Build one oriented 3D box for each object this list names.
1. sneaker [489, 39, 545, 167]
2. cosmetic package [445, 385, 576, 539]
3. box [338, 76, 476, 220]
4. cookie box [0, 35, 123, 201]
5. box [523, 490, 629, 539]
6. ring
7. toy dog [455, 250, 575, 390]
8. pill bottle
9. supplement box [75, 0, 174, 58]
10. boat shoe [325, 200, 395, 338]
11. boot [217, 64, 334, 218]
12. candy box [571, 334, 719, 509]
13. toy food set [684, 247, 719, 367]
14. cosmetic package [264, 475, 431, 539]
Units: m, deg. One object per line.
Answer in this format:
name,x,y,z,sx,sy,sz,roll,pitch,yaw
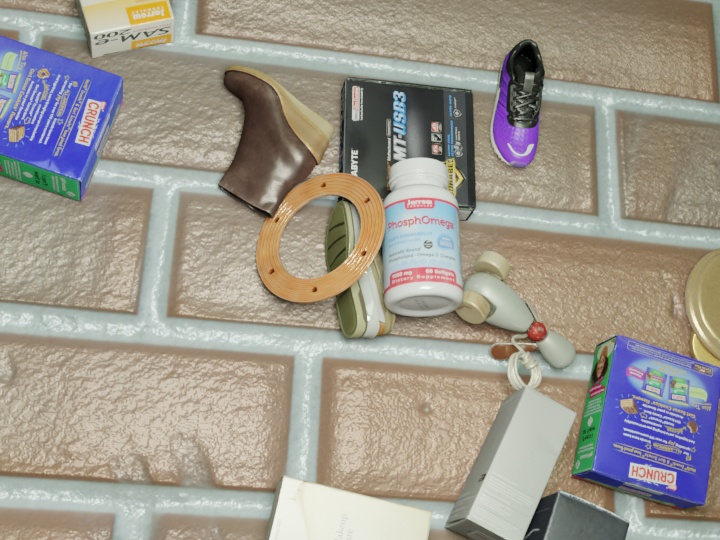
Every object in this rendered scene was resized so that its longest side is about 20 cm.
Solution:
sneaker,0.240,-0.258,1.637,0.069,0.100,0.201,6,70,-7
cosmetic package,0.200,0.264,1.449,0.090,0.107,0.201,27,67,-2
box,0.068,-0.179,1.606,0.198,0.050,0.201,5,70,-10
cookie box,-0.448,-0.211,1.498,0.199,0.075,0.172,19,69,-4
box,0.244,0.398,1.388,0.104,0.148,0.201,24,69,-2
ring,-0.054,-0.044,1.496,0.200,0.019,0.201,-15,56,23
toy dog,0.203,0.071,1.538,0.132,0.096,0.200,-32,93,-27
pill bottle,0.082,-0.046,1.486,0.108,0.109,0.201,2,70,-11
supplement box,-0.357,-0.423,1.590,0.126,0.074,0.201,-16,75,-15
boat shoe,0.000,0.000,1.523,0.068,0.075,0.201,3,69,-29
boot,-0.154,-0.187,1.553,0.200,0.072,0.167,35,77,14
candy box,0.401,0.213,1.522,0.168,0.077,0.201,18,68,-6
toy food set,0.573,0.060,1.623,0.197,0.049,0.201,-5,72,-13
cosmetic package,-0.019,0.338,1.398,0.199,0.073,0.104,14,69,-7
